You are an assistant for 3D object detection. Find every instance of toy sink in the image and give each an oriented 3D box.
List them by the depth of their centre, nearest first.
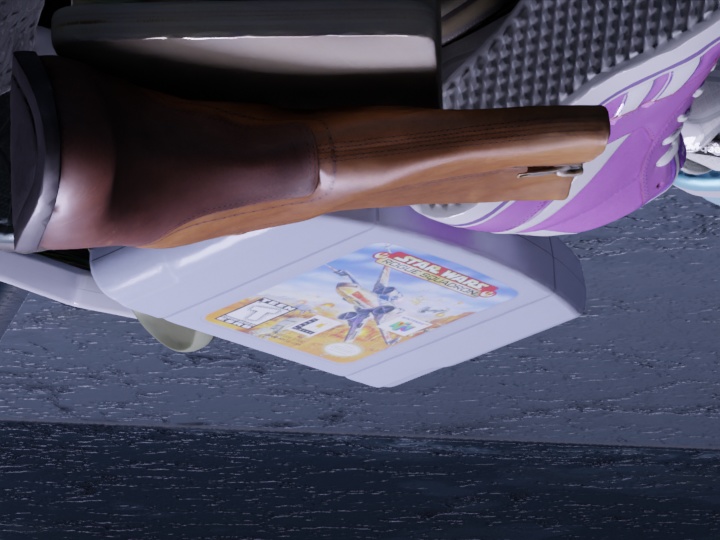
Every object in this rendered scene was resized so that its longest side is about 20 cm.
[{"bbox_3d":[-0.036,-0.113,1.044,0.130,0.112,0.200,-1,171,3],"label":"toy sink"}]

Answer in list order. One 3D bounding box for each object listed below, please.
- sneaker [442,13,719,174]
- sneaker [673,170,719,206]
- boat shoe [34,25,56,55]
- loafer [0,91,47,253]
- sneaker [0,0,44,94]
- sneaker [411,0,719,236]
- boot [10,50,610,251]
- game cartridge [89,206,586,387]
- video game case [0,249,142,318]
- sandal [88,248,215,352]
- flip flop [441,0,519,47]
[{"bbox_3d":[0.122,-0.084,1.235,0.200,0.081,0.075,0,168,3],"label":"sneaker"},{"bbox_3d":[0.248,-0.056,1.355,0.200,0.080,0.131,3,167,27],"label":"sneaker"},{"bbox_3d":[-0.162,-0.073,1.315,0.070,0.071,0.200,37,165,-14],"label":"boat shoe"},{"bbox_3d":[-0.185,-0.055,1.241,0.200,0.072,0.063,26,166,32],"label":"loafer"},{"bbox_3d":[-0.150,-0.131,1.065,0.060,0.104,0.200,26,135,14],"label":"sneaker"},{"bbox_3d":[0.116,-0.085,1.154,0.200,0.073,0.114,-39,149,26],"label":"sneaker"},{"bbox_3d":[-0.016,-0.035,0.974,0.200,0.069,0.188,-1,170,0],"label":"boot"},{"bbox_3d":[0.000,0.000,1.236,0.133,0.042,0.200,-19,154,38],"label":"game cartridge"},{"bbox_3d":[-0.140,0.005,1.558,0.182,0.022,0.200,13,-177,-43],"label":"video game case"},{"bbox_3d":[-0.097,-0.006,1.353,0.057,0.080,0.201,-34,159,-19],"label":"sandal"},{"bbox_3d":[-0.017,-0.095,1.173,0.200,0.058,0.081,-28,-176,3],"label":"flip flop"}]
